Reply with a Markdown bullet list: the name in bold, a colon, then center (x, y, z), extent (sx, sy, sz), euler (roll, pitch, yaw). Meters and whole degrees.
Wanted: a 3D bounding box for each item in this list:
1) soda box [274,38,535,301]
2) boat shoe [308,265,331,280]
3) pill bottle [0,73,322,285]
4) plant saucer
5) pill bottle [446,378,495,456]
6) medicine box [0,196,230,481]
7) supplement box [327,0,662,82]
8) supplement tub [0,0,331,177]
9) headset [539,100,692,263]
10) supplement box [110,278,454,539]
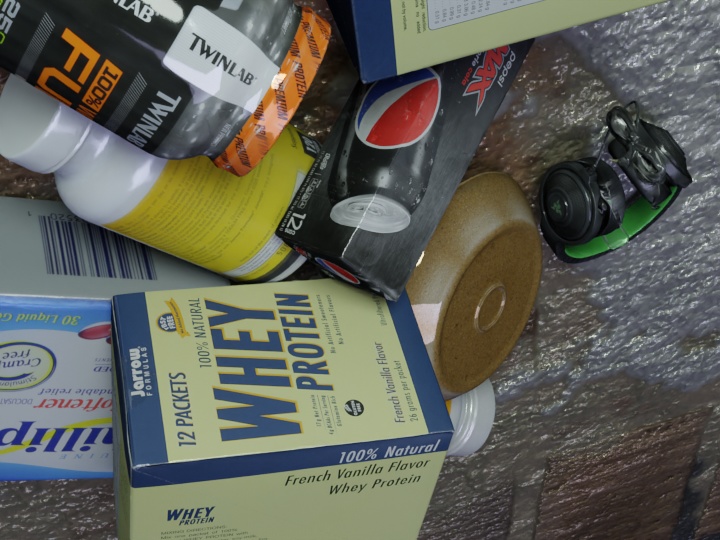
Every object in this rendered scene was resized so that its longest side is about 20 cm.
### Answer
- **soda box**: center (0.030, -0.087, 0.715), extent (0.071, 0.063, 0.201), euler (38, 76, -47)
- **boat shoe**: center (-0.002, -0.002, 0.865), extent (0.086, 0.075, 0.202), euler (-42, 146, -3)
- **pill bottle**: center (-0.119, -0.070, 0.708), extent (0.112, 0.112, 0.200), euler (-42, 137, 23)
- **plant saucer**: center (0.089, 0.023, 0.886), extent (0.200, 0.035, 0.201), euler (-32, 134, -39)
- **pill bottle**: center (0.016, 0.110, 0.974), extent (0.199, 0.113, 0.113), euler (12, 130, -34)
- **medicine box**: center (-0.210, 0.055, 0.816), extent (0.181, 0.103, 0.200), euler (3, 134, -27)
- **supplement box**: center (0.068, -0.235, 0.576), extent (0.199, 0.135, 0.200), euler (-16, 141, -6)
- **supplement tub**: center (-0.122, -0.138, 0.574), extent (0.199, 0.123, 0.123), euler (30, 122, -17)
- **headset**: center (0.204, -0.059, 0.875), extent (0.123, 0.094, 0.200), euler (-29, 152, -3)
- **supplement box**: center (-0.065, 0.123, 0.765), extent (0.199, 0.135, 0.200), euler (-4, 137, -15)
